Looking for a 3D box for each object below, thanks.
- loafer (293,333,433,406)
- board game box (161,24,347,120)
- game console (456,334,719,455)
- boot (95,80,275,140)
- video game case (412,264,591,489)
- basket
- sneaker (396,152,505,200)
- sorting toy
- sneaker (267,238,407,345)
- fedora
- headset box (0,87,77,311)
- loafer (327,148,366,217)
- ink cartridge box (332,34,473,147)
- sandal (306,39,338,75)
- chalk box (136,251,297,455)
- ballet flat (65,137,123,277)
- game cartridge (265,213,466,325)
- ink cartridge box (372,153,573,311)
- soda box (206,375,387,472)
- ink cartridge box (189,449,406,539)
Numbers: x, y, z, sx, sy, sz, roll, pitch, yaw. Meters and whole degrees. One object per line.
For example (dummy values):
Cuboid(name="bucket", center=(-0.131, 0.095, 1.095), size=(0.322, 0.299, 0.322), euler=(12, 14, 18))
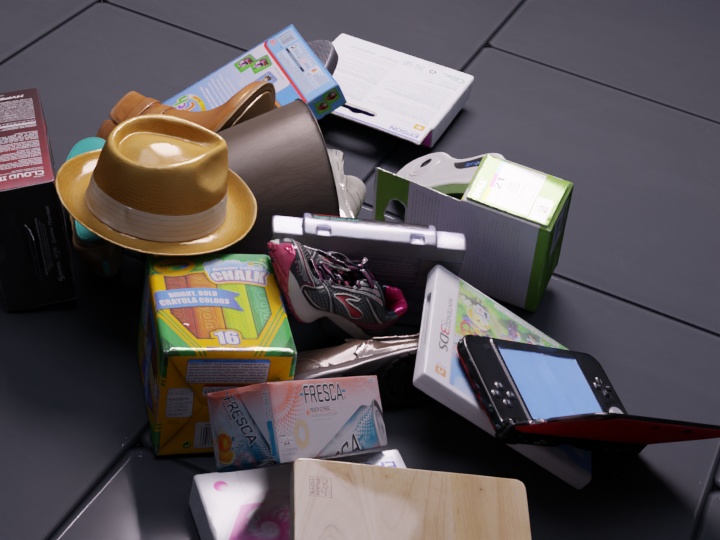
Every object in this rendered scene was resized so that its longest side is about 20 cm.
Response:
Cuboid(name="loafer", center=(0.010, 0.089, 1.423), size=(0.199, 0.073, 0.071), euler=(-6, 38, -24))
Cuboid(name="board game box", center=(-0.134, -0.197, 1.734), size=(0.199, 0.037, 0.151), euler=(-31, 45, -3))
Cuboid(name="game console", center=(0.218, 0.108, 1.356), size=(0.199, 0.119, 0.173), euler=(11, 42, -40))
Cuboid(name="boot", center=(-0.204, -0.164, 1.661), size=(0.155, 0.077, 0.200), euler=(36, 86, 30))
Cuboid(name="video game case", center=(0.143, 0.100, 1.419), size=(0.200, 0.022, 0.182), euler=(33, 32, -14))
Cuboid(name="basket", center=(-0.139, -0.074, 1.554), size=(0.199, 0.181, 0.136), euler=(-15, 11, -18))
Cuboid(name="sneaker", center=(0.121, -0.074, 1.691), size=(0.073, 0.112, 0.200), euler=(-44, 24, -21))
Cuboid(name="sorting toy", center=(0.037, 0.263, 1.154), size=(0.198, 0.070, 0.201), euler=(7, 53, -13))
Cuboid(name="sneaker", center=(-0.025, 0.011, 1.422), size=(0.074, 0.200, 0.081), euler=(-28, 61, 16))
Cuboid(name="fedora", center=(-0.190, -0.094, 1.398), size=(0.200, 0.082, 0.201), euler=(13, 34, -9))
Cuboid(name="headset box", center=(-0.342, -0.068, 1.476), size=(0.077, 0.149, 0.200), euler=(-12, 39, -11))
Cuboid(name="loafer", center=(-0.025, -0.085, 1.660), size=(0.069, 0.070, 0.200), euler=(-8, 38, -12))
Cuboid(name="ink cartridge box", center=(0.021, -0.224, 1.879), size=(0.196, 0.043, 0.200), euler=(21, 40, 15))
Cuboid(name="sandal", center=(-0.071, -0.200, 1.767), size=(0.076, 0.043, 0.201), euler=(4, 50, 30))
Cuboid(name="chalk box", center=(-0.143, 0.062, 1.377), size=(0.124, 0.124, 0.200), euler=(0, 37, -17))
Cuboid(name="ballet flat", center=(-0.281, -0.062, 1.557), size=(0.068, 0.073, 0.200), euler=(-14, 40, -7))
Cuboid(name="game cartridge", center=(0.000, 0.000, 1.496), size=(0.199, 0.130, 0.038), euler=(5, 43, -8))
Cuboid(name="ink cartridge box", center=(0.117, -0.056, 1.578), size=(0.199, 0.148, 0.076), euler=(21, 55, 14))
Cuboid(name="soda box", center=(-0.051, 0.130, 1.249), size=(0.063, 0.069, 0.200), euler=(-12, -7, 27))
Cuboid(name="ink cartridge box", center=(-0.027, 0.241, 1.232), size=(0.195, 0.043, 0.200), euler=(-4, 37, -21))
